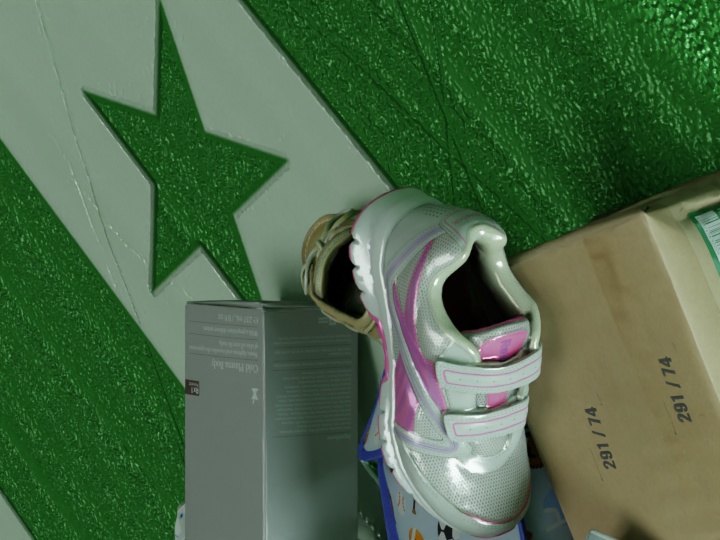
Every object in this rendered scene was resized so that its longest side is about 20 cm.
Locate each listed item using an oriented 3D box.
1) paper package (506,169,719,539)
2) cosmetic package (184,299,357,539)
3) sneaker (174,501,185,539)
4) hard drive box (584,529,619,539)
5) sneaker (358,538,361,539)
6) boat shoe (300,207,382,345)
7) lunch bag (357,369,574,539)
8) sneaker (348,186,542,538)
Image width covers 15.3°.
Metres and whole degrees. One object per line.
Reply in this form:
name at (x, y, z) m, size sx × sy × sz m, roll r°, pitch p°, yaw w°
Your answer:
paper package at (0.177, 0.060, 1.461) m, size 0.190 × 0.103 × 0.201 m, roll -21°, pitch 91°, yaw 58°
cosmetic package at (-0.061, 0.121, 1.816) m, size 0.107 × 0.090 × 0.201 m, roll 0°, pitch 88°, yaw 54°
sneaker at (-0.104, 0.200, 1.973) m, size 0.200 × 0.075 × 0.087 m, roll 172°, pitch 90°, yaw -70°
hard drive box at (0.199, 0.244, 1.463) m, size 0.199 × 0.077 × 0.156 m, roll 23°, pitch 151°, yaw 17°
sneaker at (0.035, 0.280, 1.835) m, size 0.099 × 0.078 × 0.201 m, roll -14°, pitch 99°, yaw 54°
boat shoe at (-0.001, 0.003, 1.670) m, size 0.073 × 0.063 × 0.201 m, roll -63°, pitch 26°, yaw 12°
lunch bag at (0.085, 0.116, 1.620) m, size 0.170 × 0.123 × 0.201 m, roll -25°, pitch 72°, yaw 58°
sneaker at (0.056, 0.054, 1.463) m, size 0.088 × 0.081 × 0.201 m, roll 3°, pitch 113°, yaw 57°
